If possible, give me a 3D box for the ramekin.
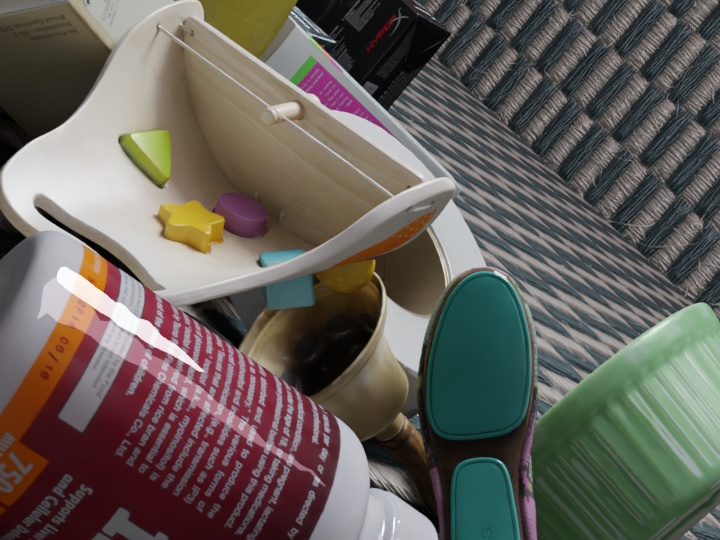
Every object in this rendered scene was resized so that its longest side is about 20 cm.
[{"bbox_3d":[0.176,0.123,1.102,0.098,0.200,0.200,50,14,16],"label":"ramekin"}]

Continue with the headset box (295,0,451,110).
[{"bbox_3d":[-0.055,-0.194,1.319,0.200,0.149,0.077,45,13,21],"label":"headset box"}]

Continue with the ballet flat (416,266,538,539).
[{"bbox_3d":[0.069,0.101,0.975,0.071,0.069,0.201,56,30,-77],"label":"ballet flat"}]

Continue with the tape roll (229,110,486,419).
[{"bbox_3d":[0.000,0.000,1.120,0.202,0.071,0.203,36,36,-32],"label":"tape roll"}]

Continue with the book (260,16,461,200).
[{"bbox_3d":[-0.034,-0.073,1.246,0.200,0.134,0.048,42,8,-37],"label":"book"}]

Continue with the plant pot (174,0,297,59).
[{"bbox_3d":[-0.125,-0.191,1.128,0.199,0.143,0.200,11,-4,1],"label":"plant pot"}]

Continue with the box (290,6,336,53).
[{"bbox_3d":[-0.138,-0.169,1.286,0.200,0.159,0.046,44,15,19],"label":"box"}]

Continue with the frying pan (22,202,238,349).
[{"bbox_3d":[-0.133,0.001,0.973,0.115,0.031,0.190,56,9,30],"label":"frying pan"}]

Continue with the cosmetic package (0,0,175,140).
[{"bbox_3d":[-0.149,-0.114,1.025,0.200,0.103,0.073,51,42,-46],"label":"cosmetic package"}]

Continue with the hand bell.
[{"bbox_3d":[0.024,0.098,1.022,0.200,0.104,0.104,49,5,-34],"label":"hand bell"}]

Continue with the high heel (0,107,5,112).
[{"bbox_3d":[-0.261,-0.158,1.069,0.143,0.071,0.200,44,20,-11],"label":"high heel"}]

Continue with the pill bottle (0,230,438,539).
[{"bbox_3d":[-0.071,0.082,0.670,0.200,0.113,0.113,35,12,-18],"label":"pill bottle"}]

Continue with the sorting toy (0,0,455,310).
[{"bbox_3d":[-0.089,-0.036,0.905,0.200,0.107,0.180,37,37,25],"label":"sorting toy"}]
